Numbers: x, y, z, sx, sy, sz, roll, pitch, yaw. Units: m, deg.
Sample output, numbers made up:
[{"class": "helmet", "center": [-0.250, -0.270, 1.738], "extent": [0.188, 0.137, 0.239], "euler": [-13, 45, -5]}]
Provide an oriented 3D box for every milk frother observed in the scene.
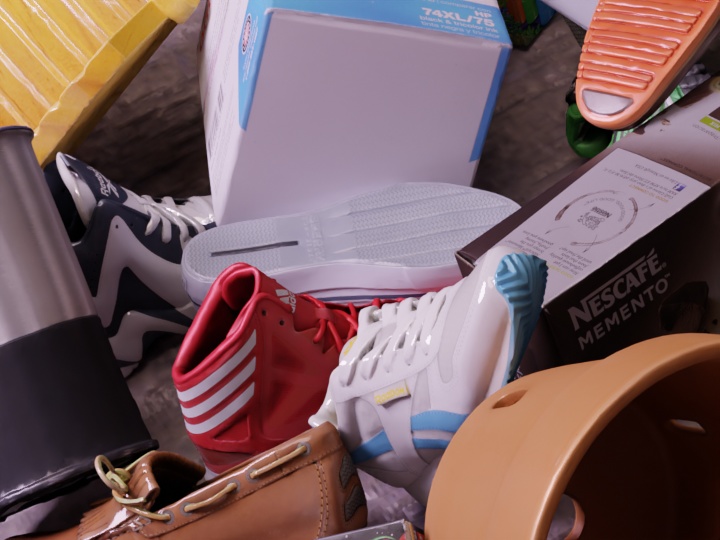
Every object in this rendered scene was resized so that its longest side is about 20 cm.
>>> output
[{"class": "milk frother", "center": [-0.241, 0.051, 1.217], "extent": [0.199, 0.189, 0.180], "euler": [-17, -8, -45]}]

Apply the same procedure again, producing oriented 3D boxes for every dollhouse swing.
[{"class": "dollhouse swing", "center": [-0.218, -0.138, 1.424], "extent": [0.200, 0.182, 0.176], "euler": [-47, -9, 25]}]

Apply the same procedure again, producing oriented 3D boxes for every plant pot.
[{"class": "plant pot", "center": [0.120, 0.121, 0.992], "extent": [0.200, 0.201, 0.140], "euler": [-36, 20, -20]}]

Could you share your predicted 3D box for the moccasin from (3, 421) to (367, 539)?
[{"class": "moccasin", "center": [-0.096, 0.121, 1.161], "extent": [0.200, 0.078, 0.074], "euler": [-16, 6, 27]}]

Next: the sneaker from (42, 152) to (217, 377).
[{"class": "sneaker", "center": [-0.125, -0.030, 1.346], "extent": [0.198, 0.130, 0.079], "euler": [-31, 37, -12]}]

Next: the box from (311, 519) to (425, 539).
[{"class": "box", "center": [-0.057, 0.201, 1.027], "extent": [0.198, 0.040, 0.138], "euler": [-14, 74, 13]}]

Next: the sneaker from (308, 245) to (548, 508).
[{"class": "sneaker", "center": [0.031, 0.048, 1.105], "extent": [0.080, 0.200, 0.077], "euler": [27, 55, -1]}]

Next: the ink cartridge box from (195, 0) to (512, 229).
[{"class": "ink cartridge box", "center": [-0.011, -0.131, 1.362], "extent": [0.145, 0.148, 0.201], "euler": [7, 34, -13]}]

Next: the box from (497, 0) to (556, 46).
[{"class": "box", "center": [0.088, -0.288, 1.514], "extent": [0.121, 0.194, 0.200], "euler": [11, 48, 37]}]

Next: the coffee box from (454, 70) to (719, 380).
[{"class": "coffee box", "center": [0.160, -0.007, 1.182], "extent": [0.199, 0.114, 0.080], "euler": [-34, 36, -17]}]

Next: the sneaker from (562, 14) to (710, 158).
[{"class": "sneaker", "center": [0.152, -0.117, 1.359], "extent": [0.085, 0.078, 0.201], "euler": [-21, 36, 2]}]

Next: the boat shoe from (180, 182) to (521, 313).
[{"class": "boat shoe", "center": [0.000, 0.000, 1.297], "extent": [0.198, 0.067, 0.074], "euler": [-4, 46, 7]}]

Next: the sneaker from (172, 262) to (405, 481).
[{"class": "sneaker", "center": [-0.006, 0.037, 1.210], "extent": [0.199, 0.116, 0.078], "euler": [-29, 36, -9]}]

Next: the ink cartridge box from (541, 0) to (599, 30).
[{"class": "ink cartridge box", "center": [0.192, -0.243, 1.314], "extent": [0.199, 0.146, 0.083], "euler": [-34, 45, -19]}]

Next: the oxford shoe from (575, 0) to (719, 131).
[{"class": "oxford shoe", "center": [0.184, -0.144, 1.232], "extent": [0.071, 0.073, 0.201], "euler": [19, 66, 39]}]
